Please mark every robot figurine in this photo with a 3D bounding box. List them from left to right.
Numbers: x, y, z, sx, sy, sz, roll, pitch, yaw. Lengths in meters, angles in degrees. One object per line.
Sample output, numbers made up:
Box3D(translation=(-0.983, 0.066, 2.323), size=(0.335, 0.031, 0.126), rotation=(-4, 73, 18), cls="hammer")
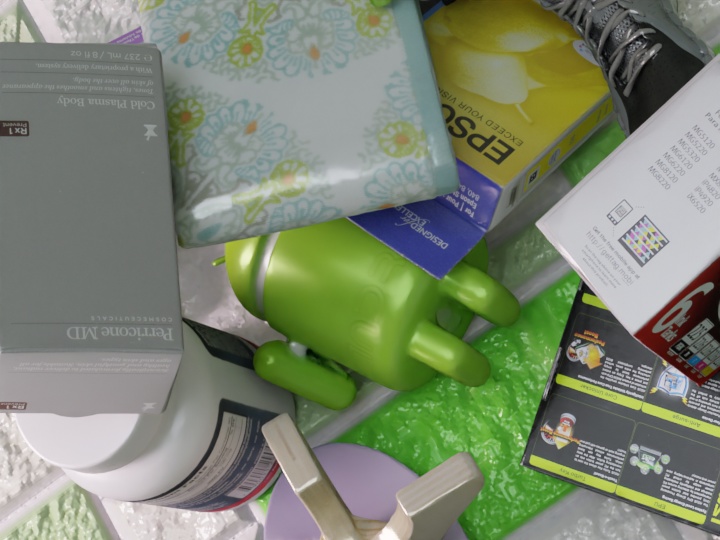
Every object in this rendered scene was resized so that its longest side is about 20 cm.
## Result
Box3D(translation=(0.000, 0.000, 1.264), size=(0.199, 0.116, 0.177), rotation=(26, 89, 23), cls="robot figurine")

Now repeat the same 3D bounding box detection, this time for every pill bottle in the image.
Box3D(translation=(-0.129, 0.086, 1.253), size=(0.119, 0.200, 0.121), rotation=(-4, 78, 20), cls="pill bottle")

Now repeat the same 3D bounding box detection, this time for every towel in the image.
Box3D(translation=(-0.040, -0.116, 1.206), size=(0.170, 0.048, 0.201), rotation=(-14, 61, 3), cls="towel")

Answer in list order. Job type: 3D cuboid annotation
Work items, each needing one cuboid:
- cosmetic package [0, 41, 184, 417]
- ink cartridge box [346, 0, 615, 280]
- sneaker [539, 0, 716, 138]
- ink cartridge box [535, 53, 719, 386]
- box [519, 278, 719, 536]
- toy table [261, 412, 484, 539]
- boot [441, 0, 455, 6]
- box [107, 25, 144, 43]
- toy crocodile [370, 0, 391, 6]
Box3D(translation=(-0.161, -0.023, 1.133), size=(0.106, 0.090, 0.201), rotation=(-1, 60, -16), cls="cosmetic package")
Box3D(translation=(0.038, -0.114, 1.252), size=(0.197, 0.047, 0.200), rotation=(34, 54, 22), cls="ink cartridge box")
Box3D(translation=(0.139, -0.144, 1.183), size=(0.075, 0.115, 0.201), rotation=(-50, 30, 28), cls="sneaker")
Box3D(translation=(0.207, -0.036, 1.097), size=(0.175, 0.200, 0.084), rotation=(-43, 69, 8), cls="ink cartridge box")
Box3D(translation=(0.219, 0.059, 1.207), size=(0.199, 0.047, 0.195), rotation=(17, 89, 22), cls="box")
Box3D(translation=(-0.001, 0.179, 1.212), size=(0.184, 0.117, 0.200), rotation=(-42, 63, -6), cls="toy table")
Box3D(translation=(0.096, -0.277, 1.273), size=(0.167, 0.076, 0.201), rotation=(-24, 46, 16), cls="boot")
Box3D(translation=(-0.171, -0.069, 1.282), size=(0.199, 0.138, 0.039), rotation=(-31, 51, -26), cls="box")
Box3D(translation=(0.083, -0.221, 1.182), size=(0.199, 0.068, 0.062), rotation=(-35, 63, -10), cls="toy crocodile")
